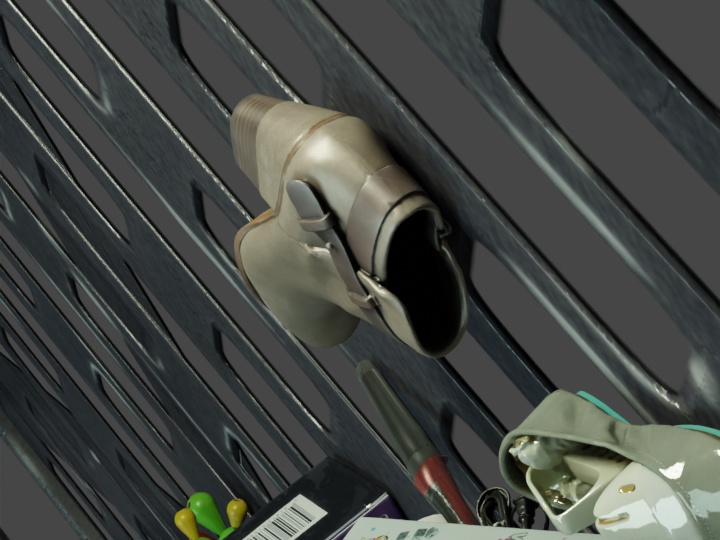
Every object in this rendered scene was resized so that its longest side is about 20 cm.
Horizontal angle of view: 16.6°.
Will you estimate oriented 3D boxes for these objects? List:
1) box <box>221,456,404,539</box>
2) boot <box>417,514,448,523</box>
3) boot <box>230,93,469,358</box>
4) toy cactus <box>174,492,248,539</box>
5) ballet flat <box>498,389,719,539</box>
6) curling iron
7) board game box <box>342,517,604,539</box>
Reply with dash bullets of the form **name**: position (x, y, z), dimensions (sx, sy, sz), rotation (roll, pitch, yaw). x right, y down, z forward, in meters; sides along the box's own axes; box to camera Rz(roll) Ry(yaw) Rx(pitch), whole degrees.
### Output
- **box**: position (-0.011, 0.259, 1.734), dimensions (0.201, 0.148, 0.104), rotation (58, 164, -23)
- **boot**: position (0.087, 0.211, 1.437), dimensions (0.090, 0.073, 0.200), rotation (35, 175, 37)
- **boot**: position (0.000, 0.000, 1.242), dimensions (0.146, 0.070, 0.201), rotation (38, 160, 40)
- **toy cactus**: position (-0.087, 0.282, 2.176), dimensions (0.200, 0.102, 0.165), rotation (31, 165, 37)
- **ballet flat**: position (0.122, 0.100, 1.094), dimensions (0.068, 0.064, 0.200), rotation (58, 165, -18)
- **curling iron**: position (0.048, 0.110, 1.412), dimensions (0.026, 0.050, 0.200), rotation (35, -172, -40)
- **board game box**: position (0.088, 0.209, 1.304), dimensions (0.199, 0.064, 0.148), rotation (0, 129, 42)
